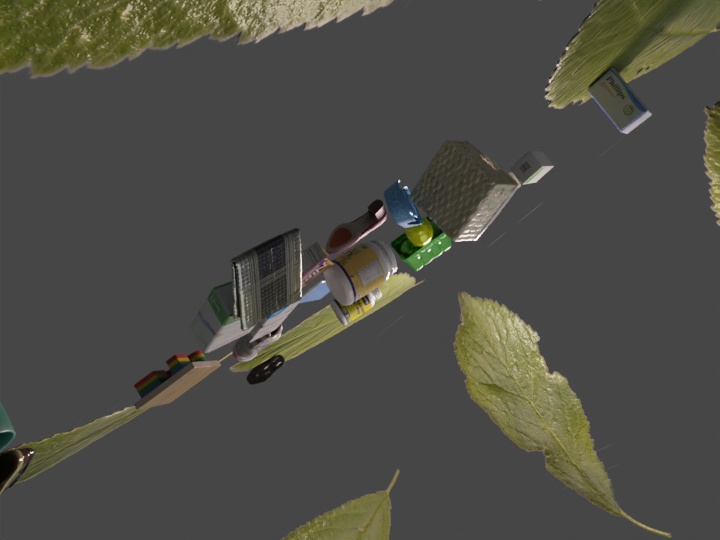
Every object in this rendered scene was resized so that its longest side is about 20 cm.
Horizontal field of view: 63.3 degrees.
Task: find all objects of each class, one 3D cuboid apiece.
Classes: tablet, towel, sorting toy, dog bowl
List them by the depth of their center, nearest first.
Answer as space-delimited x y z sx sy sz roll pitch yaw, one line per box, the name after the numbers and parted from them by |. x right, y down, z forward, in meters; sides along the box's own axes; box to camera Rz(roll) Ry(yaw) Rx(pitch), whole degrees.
-0.210 0.019 1.323 0.191 0.034 0.203 -32 138 -39 | towel
0.111 -0.168 1.538 0.049 0.113 0.200 -23 173 14 | dog bowl
-0.531 0.304 1.676 0.199 0.070 0.199 -36 170 2 | sorting toy
-0.140 0.068 2.019 0.130 0.014 0.199 -39 168 19 | tablet

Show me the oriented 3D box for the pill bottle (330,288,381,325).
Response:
-0.015 0.124 2.379 0.198 0.113 0.113 -34 169 -10 | pill bottle

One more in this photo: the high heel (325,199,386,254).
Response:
-0.007 -0.099 1.547 0.199 0.068 0.096 -37 159 -7 | high heel

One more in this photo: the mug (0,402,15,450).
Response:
-0.667 0.256 0.926 0.184 0.115 0.152 -22 164 -48 | mug

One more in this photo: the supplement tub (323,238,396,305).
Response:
0.000 0.000 1.801 0.198 0.147 0.146 -31 169 -23 | supplement tub

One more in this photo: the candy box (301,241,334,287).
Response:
-0.172 0.011 1.562 0.198 0.057 0.117 -35 169 2 | candy box

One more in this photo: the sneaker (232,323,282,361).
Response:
-0.335 0.219 1.916 0.199 0.082 0.088 -38 172 -36 | sneaker

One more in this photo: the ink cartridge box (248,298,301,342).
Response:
-0.268 0.124 1.715 0.115 0.068 0.200 -25 165 -43 | ink cartridge box

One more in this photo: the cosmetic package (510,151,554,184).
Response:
0.681 -0.409 2.313 0.108 0.085 0.199 -44 165 31 | cosmetic package

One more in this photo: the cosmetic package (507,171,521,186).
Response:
0.539 -0.318 2.302 0.199 0.074 0.103 -25 166 -48 | cosmetic package

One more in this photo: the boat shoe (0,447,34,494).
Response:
-0.888 0.515 1.469 0.199 0.074 0.065 -40 163 21 | boat shoe

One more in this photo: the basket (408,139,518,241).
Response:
0.262 -0.206 1.523 0.160 0.198 0.201 -12 143 -55 | basket

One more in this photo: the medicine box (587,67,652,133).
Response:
0.872 -0.565 1.961 0.103 0.184 0.199 -41 168 30 | medicine box

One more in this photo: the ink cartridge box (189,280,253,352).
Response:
-0.315 0.103 1.431 0.144 0.088 0.200 -24 162 -42 | ink cartridge box

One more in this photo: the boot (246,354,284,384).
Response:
-0.445 0.472 2.668 0.198 0.078 0.138 -26 171 -36 | boot

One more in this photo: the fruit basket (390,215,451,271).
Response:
0.203 -0.123 2.024 0.212 0.156 0.219 -11 122 -17 | fruit basket
